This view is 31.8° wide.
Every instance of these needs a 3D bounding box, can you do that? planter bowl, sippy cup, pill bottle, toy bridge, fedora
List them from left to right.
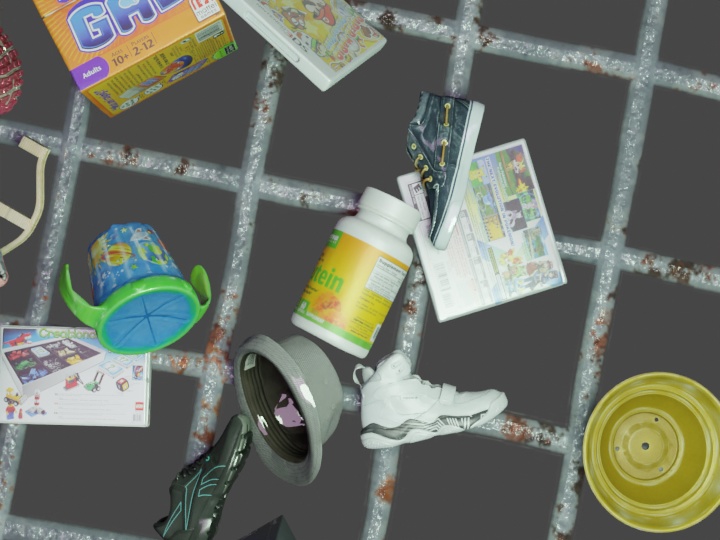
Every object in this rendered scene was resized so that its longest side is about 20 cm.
[{"bbox_3d":[-0.460,-0.073,1.666,0.067,0.027,0.202,28,89,0],"label":"toy bridge"},{"bbox_3d":[-0.286,0.015,1.609,0.139,0.178,0.131,-33,58,9],"label":"sippy cup"},{"bbox_3d":[-0.082,0.163,1.620,0.090,0.176,0.202,-26,106,-34],"label":"fedora"},{"bbox_3d":[0.000,0.000,1.631,0.110,0.111,0.202,26,88,0],"label":"pill bottle"},{"bbox_3d":[0.379,0.232,1.644,0.197,0.083,0.204,0,88,-2],"label":"planter bowl"}]

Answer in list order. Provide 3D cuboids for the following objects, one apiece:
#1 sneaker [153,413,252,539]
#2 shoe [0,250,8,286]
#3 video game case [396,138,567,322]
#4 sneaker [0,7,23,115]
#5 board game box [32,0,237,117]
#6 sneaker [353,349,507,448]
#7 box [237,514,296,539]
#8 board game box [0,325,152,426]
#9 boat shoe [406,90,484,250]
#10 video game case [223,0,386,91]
[{"bbox_3d":[-0.202,0.272,1.631,0.078,0.075,0.202,25,95,9],"label":"sneaker"},{"bbox_3d":[-0.521,-0.038,1.618,0.091,0.071,0.201,-36,68,11],"label":"shoe"},{"bbox_3d":[0.160,-0.053,1.681,0.180,0.022,0.203,-17,88,-1],"label":"video game case"},{"bbox_3d":[-0.505,-0.297,1.657,0.074,0.080,0.202,-20,88,27],"label":"sneaker"},{"bbox_3d":[-0.292,-0.340,1.592,0.198,0.200,0.202,-28,89,-2],"label":"board game box"},{"bbox_3d":[0.087,0.156,1.644,0.197,0.075,0.117,-14,91,2],"label":"sneaker"},{"bbox_3d":[-0.143,0.383,1.571,0.140,0.200,0.080,-26,88,-2],"label":"box"},{"bbox_3d":[-0.373,0.138,1.657,0.197,0.035,0.128,2,87,-1],"label":"board game box"},{"bbox_3d":[0.096,-0.131,1.642,0.090,0.071,0.203,13,80,1],"label":"boat shoe"},{"bbox_3d":[-0.070,-0.322,1.610,0.182,0.200,0.023,42,123,0],"label":"video game case"}]
